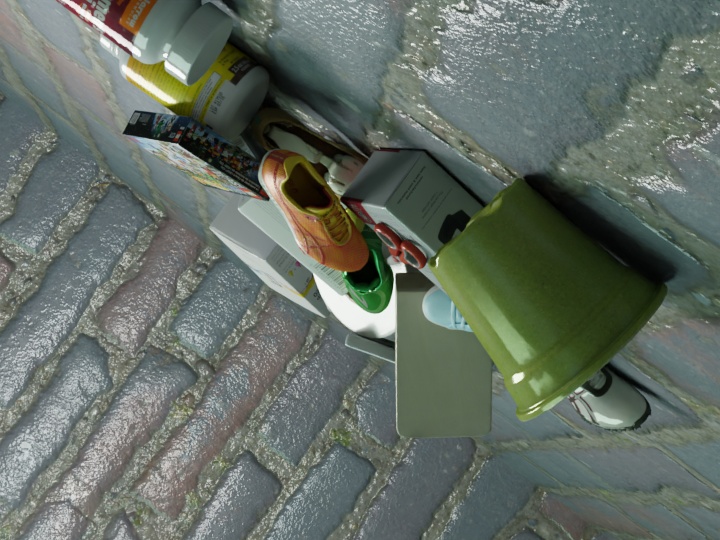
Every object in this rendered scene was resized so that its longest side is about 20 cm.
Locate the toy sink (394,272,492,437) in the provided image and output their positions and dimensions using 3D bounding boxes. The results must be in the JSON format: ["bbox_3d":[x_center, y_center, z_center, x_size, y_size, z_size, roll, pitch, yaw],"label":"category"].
[{"bbox_3d":[0.110,0.110,1.822,0.129,0.202,0.112,-1,-167,1],"label":"toy sink"}]

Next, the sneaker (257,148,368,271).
[{"bbox_3d":[-0.049,-0.061,1.610,0.077,0.073,0.200,23,161,50],"label":"sneaker"}]

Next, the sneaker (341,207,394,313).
[{"bbox_3d":[0.000,0.000,1.770,0.073,0.084,0.201,3,145,11],"label":"sneaker"}]

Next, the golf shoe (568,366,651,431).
[{"bbox_3d":[0.306,0.150,1.862,0.199,0.077,0.088,31,163,26],"label":"golf shoe"}]

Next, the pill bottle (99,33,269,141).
[{"bbox_3d":[-0.217,-0.251,1.655,0.199,0.110,0.109,35,171,6],"label":"pill bottle"}]

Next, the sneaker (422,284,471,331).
[{"bbox_3d":[0.161,0.050,1.681,0.198,0.075,0.082,1,-166,26],"label":"sneaker"}]

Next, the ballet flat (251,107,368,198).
[{"bbox_3d":[-0.049,-0.132,1.685,0.199,0.069,0.063,28,-171,-12],"label":"ballet flat"}]

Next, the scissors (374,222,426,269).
[{"bbox_3d":[0.050,-0.012,1.637,0.073,0.014,0.200,35,170,11],"label":"scissors"}]

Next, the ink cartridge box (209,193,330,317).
[{"bbox_3d":[-0.105,-0.051,2.148,0.144,0.148,0.200,28,169,39],"label":"ink cartridge box"}]

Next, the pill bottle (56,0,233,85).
[{"bbox_3d":[-0.247,-0.300,1.510,0.199,0.110,0.110,36,171,3],"label":"pill bottle"}]

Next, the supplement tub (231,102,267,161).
[{"bbox_3d":[-0.168,-0.188,1.807,0.106,0.107,0.200,33,172,18],"label":"supplement tub"}]

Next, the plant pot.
[{"bbox_3d":[0.174,0.016,1.371,0.184,0.200,0.200,48,171,1],"label":"plant pot"}]

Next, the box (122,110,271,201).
[{"bbox_3d":[-0.197,-0.142,1.662,0.136,0.038,0.199,32,172,-29],"label":"box"}]

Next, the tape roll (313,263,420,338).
[{"bbox_3d":[0.008,-0.003,1.930,0.202,0.037,0.205,24,125,39],"label":"tape roll"}]

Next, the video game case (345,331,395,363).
[{"bbox_3d":[0.079,0.132,2.016,0.198,0.022,0.182,19,-179,5],"label":"video game case"}]

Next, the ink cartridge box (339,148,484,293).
[{"bbox_3d":[0.092,-0.049,1.604,0.200,0.083,0.146,40,171,-21],"label":"ink cartridge box"}]

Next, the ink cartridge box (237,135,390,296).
[{"bbox_3d":[-0.035,-0.079,1.805,0.200,0.173,0.044,40,-150,-23],"label":"ink cartridge box"}]
